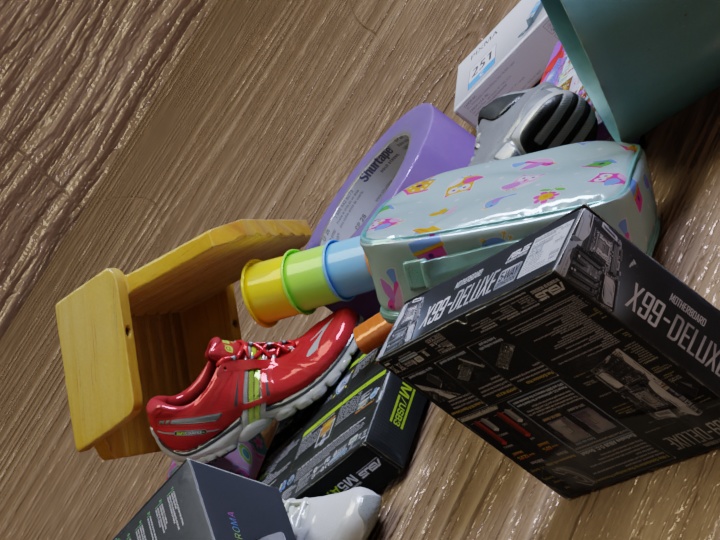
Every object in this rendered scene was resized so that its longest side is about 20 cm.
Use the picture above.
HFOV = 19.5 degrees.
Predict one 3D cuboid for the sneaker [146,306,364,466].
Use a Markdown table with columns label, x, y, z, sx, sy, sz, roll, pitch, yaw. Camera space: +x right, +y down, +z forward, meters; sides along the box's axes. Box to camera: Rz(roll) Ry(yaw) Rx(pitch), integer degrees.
| label | x | y | z | sx | sy | sz | roll | pitch | yaw |
| --- | --- | --- | --- | --- | --- | --- | --- | --- | --- |
| sneaker | -0.088 | 0.084 | 1.728 | 0.200 | 0.085 | 0.077 | -34 | 15 | 0 |

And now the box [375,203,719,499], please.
| label | x | y | z | sx | sy | sz | roll | pitch | yaw |
| --- | --- | --- | --- | --- | --- | --- | --- | --- | --- |
| box | 0.125 | 0.054 | 1.225 | 0.200 | 0.158 | 0.050 | -32 | 26 | 56 |

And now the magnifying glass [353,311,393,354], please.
| label | x | y | z | sx | sy | sz | roll | pitch | yaw |
| --- | --- | --- | --- | --- | --- | --- | --- | --- | --- |
| magnifying glass | 0.080 | 0.006 | 1.629 | 0.200 | 0.022 | 0.080 | -31 | 40 | 17 |

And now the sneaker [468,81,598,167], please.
| label | x | y | z | sx | sy | sz | roll | pitch | yaw |
| --- | --- | --- | --- | --- | --- | --- | --- | --- | --- |
| sneaker | 0.098 | -0.064 | 1.610 | 0.200 | 0.075 | 0.116 | -48 | 22 | 8 |

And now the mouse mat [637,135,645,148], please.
| label | x | y | z | sx | sy | sz | roll | pitch | yaw |
| --- | --- | --- | --- | --- | --- | --- | --- | --- | --- |
| mouse mat | 0.152 | -0.054 | 1.680 | 0.200 | 0.008 | 0.161 | -48 | 16 | 16 |

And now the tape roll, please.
| label | x | y | z | sx | sy | sz | roll | pitch | yaw |
| --- | --- | --- | --- | --- | --- | --- | --- | --- | --- |
| tape roll | 0.035 | -0.043 | 1.847 | 0.200 | 0.085 | 0.200 | -50 | 13 | 16 |

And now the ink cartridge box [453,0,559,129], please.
| label | x | y | z | sx | sy | sz | roll | pitch | yaw |
| --- | --- | --- | --- | --- | --- | --- | --- | --- | --- |
| ink cartridge box | 0.171 | -0.244 | 1.975 | 0.200 | 0.045 | 0.176 | -45 | 18 | 29 |

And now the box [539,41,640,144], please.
| label | x | y | z | sx | sy | sz | roll | pitch | yaw |
| --- | --- | --- | --- | --- | --- | --- | --- | --- | --- |
| box | 0.188 | -0.143 | 1.683 | 0.137 | 0.039 | 0.200 | -36 | 23 | 46 |

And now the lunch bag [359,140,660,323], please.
| label | x | y | z | sx | sy | sz | roll | pitch | yaw |
| --- | --- | --- | --- | --- | --- | --- | --- | --- | --- |
| lunch bag | 0.101 | -0.022 | 1.434 | 0.200 | 0.077 | 0.160 | -12 | 17 | 15 |

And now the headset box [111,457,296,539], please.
| label | x | y | z | sx | sy | sz | roll | pitch | yaw |
| --- | --- | --- | --- | --- | --- | --- | --- | --- | --- |
| headset box | -0.122 | 0.261 | 1.514 | 0.200 | 0.093 | 0.174 | -48 | 41 | 23 |

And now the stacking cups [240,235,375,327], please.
| label | x | y | z | sx | sy | sz | roll | pitch | yaw |
| --- | --- | --- | --- | --- | --- | --- | --- | --- | --- |
| stacking cups | 0.000 | 0.000 | 1.721 | 0.200 | 0.061 | 0.061 | -13 | 35 | 28 |

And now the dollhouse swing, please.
| label | x | y | z | sx | sy | sz | roll | pitch | yaw |
| --- | --- | --- | --- | --- | --- | --- | --- | --- | --- |
| dollhouse swing | -0.133 | 0.059 | 1.827 | 0.176 | 0.182 | 0.200 | -11 | -4 | 24 |

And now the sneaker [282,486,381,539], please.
| label | x | y | z | sx | sy | sz | roll | pitch | yaw |
| --- | --- | --- | --- | --- | --- | --- | --- | --- | --- |
| sneaker | -0.058 | 0.206 | 1.595 | 0.200 | 0.080 | 0.070 | -35 | 22 | 47 |

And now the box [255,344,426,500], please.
| label | x | y | z | sx | sy | sz | roll | pitch | yaw |
| --- | --- | --- | --- | --- | --- | --- | --- | --- | --- |
| box | -0.014 | 0.127 | 1.702 | 0.200 | 0.048 | 0.193 | -42 | 16 | 40 |

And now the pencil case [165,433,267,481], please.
| label | x | y | z | sx | sy | sz | roll | pitch | yaw |
| --- | --- | --- | --- | --- | --- | --- | --- | --- | --- |
| pencil case | -0.130 | 0.193 | 1.793 | 0.087 | 0.087 | 0.200 | -48 | 8 | 21 |

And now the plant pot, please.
| label | x | y | z | sx | sy | sz | roll | pitch | yaw |
| --- | --- | --- | --- | --- | --- | --- | --- | --- | --- |
| plant pot | 0.214 | -0.212 | 1.495 | 0.161 | 0.201 | 0.201 | -27 | 18 | 4 |
